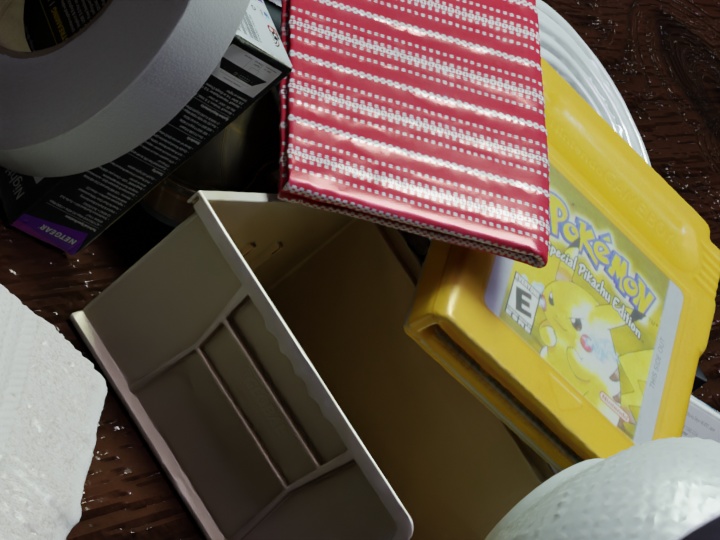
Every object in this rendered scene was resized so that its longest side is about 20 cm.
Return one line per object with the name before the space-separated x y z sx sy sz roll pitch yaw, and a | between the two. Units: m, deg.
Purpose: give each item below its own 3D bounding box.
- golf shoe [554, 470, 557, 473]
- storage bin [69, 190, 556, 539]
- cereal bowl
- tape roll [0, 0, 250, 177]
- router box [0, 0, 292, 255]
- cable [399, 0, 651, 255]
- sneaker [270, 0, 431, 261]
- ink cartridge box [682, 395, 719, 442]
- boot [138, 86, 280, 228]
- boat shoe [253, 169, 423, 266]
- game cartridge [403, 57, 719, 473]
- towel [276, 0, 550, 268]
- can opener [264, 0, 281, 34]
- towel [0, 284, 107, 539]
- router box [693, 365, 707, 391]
golf shoe | 0.112 0.113 1.663 0.200 0.088 0.077 53 21 7
storage bin | -0.014 0.069 1.444 0.199 0.094 0.200 57 20 13
cereal bowl | 0.111 0.152 1.439 0.083 0.200 0.200 47 16 25
tape roll | -0.130 -0.143 1.389 0.037 0.203 0.203 30 30 -47
router box | -0.130 -0.131 1.447 0.051 0.149 0.200 27 32 -48
cable | 0.087 -0.069 1.656 0.200 0.069 0.201 14 52 -51
sneaker | 0.000 -0.085 1.675 0.087 0.076 0.200 1 -49 56
ink cartridge box | 0.145 0.069 1.748 0.176 0.045 0.200 33 1 38
boot | -0.061 -0.100 1.531 0.074 0.097 0.200 18 26 -5
boat shoe | 0.000 0.000 1.610 0.200 0.073 0.063 47 35 -12
game cartridge | 0.111 0.006 1.540 0.176 0.032 0.200 42 46 -25
towel | 0.025 -0.093 1.499 0.144 0.023 0.200 14 47 -16
can opener | -0.091 -0.174 1.630 0.200 0.053 0.066 30 5 16
towel | -0.166 0.050 1.226 0.133 0.034 0.200 46 20 -18
router box | 0.127 0.000 1.936 0.200 0.052 0.158 25 33 -52
